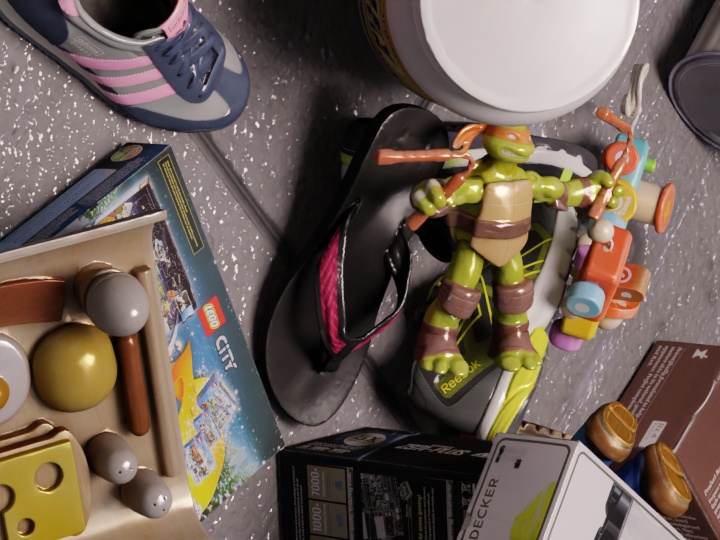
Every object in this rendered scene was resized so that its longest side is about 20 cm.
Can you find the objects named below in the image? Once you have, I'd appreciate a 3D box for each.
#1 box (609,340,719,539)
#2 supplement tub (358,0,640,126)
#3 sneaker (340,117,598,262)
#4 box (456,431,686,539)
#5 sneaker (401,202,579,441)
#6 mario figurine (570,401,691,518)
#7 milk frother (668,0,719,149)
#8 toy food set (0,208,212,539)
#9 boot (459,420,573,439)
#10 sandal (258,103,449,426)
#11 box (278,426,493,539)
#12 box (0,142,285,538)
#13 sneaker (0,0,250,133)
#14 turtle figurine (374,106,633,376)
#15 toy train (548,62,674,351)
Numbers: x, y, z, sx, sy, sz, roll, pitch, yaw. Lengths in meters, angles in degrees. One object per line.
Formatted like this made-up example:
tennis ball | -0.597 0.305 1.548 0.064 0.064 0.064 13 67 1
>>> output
box | 0.246 0.154 2.027 0.100 0.075 0.201 -53 131 -31
supplement tub | 0.079 -0.157 1.667 0.143 0.200 0.145 -1 97 -7
sneaker | 0.059 -0.047 1.804 0.199 0.072 0.083 2 99 -38
box | 0.131 0.189 1.658 0.200 0.060 0.117 43 61 -41
sneaker | 0.080 0.017 1.823 0.075 0.084 0.201 111 -4 -48
mario figurine | 0.106 0.177 1.787 0.124 0.200 0.106 54 23 17
milk frother | 0.272 -0.212 2.002 0.199 0.181 0.189 30 63 0
toy food set | -0.153 0.076 1.523 0.143 0.060 0.201 -16 111 -22
boot | 0.117 0.161 1.882 0.200 0.075 0.108 40 70 -44
sandal | 0.000 0.000 1.712 0.075 0.045 0.201 16 102 -38
box | 0.041 0.203 1.726 0.086 0.163 0.201 -10 100 -48
box | -0.126 0.050 1.616 0.137 0.038 0.201 -41 122 -39
sneaker | -0.112 -0.126 1.584 0.200 0.082 0.071 28 72 -47
turtle figurine | 0.069 -0.022 1.711 0.199 0.064 0.162 -7 114 -41
toy train | 0.170 -0.027 1.867 0.151 0.055 0.201 106 3 -52
